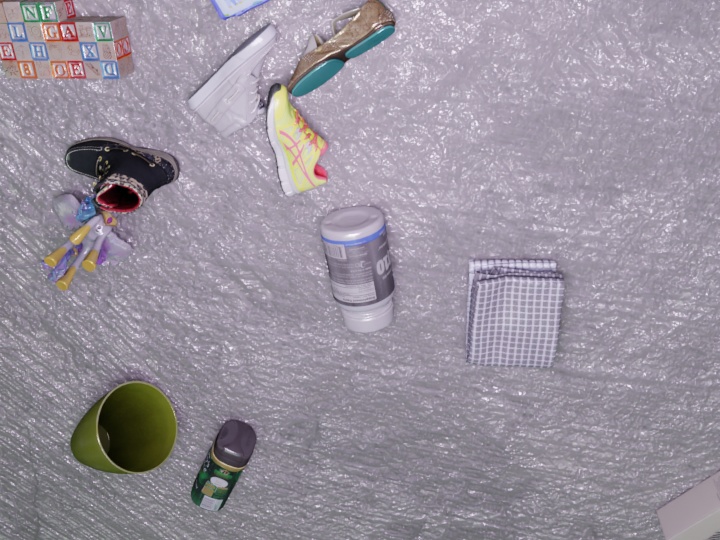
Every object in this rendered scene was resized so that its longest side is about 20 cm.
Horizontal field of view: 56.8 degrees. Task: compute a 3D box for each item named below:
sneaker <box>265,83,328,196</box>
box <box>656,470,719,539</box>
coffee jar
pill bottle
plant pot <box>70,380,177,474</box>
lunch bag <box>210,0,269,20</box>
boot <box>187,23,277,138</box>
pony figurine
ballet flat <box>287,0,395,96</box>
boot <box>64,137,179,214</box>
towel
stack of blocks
[{"bbox_3d":[-0.100,-0.215,1.082,0.089,0.079,0.201,-6,136,6],"label":"sneaker"},{"bbox_3d":[0.709,0.485,1.349,0.068,0.082,0.200,35,119,-13],"label":"box"},{"bbox_3d":[-0.298,0.424,1.451,0.085,0.105,0.201,25,119,-9],"label":"coffee jar"},{"bbox_3d":[0.000,0.000,1.165,0.113,0.114,0.201,-5,119,11],"label":"pill bottle"},{"bbox_3d":[-0.525,0.350,1.419,0.199,0.188,0.188,-23,114,36],"label":"plant pot"},{"bbox_3d":[-0.159,-0.475,0.918,0.169,0.128,0.201,-18,105,17],"label":"lunch bag"},{"bbox_3d":[-0.180,-0.296,1.060,0.199,0.074,0.096,-32,117,31],"label":"boot"},{"bbox_3d":[-0.476,-0.062,1.179,0.192,0.201,0.167,-26,120,37],"label":"pony figurine"},{"bbox_3d":[-0.038,-0.344,1.018,0.199,0.070,0.066,-28,84,19],"label":"ballet flat"},{"bbox_3d":[-0.425,-0.161,1.115,0.202,0.154,0.074,9,120,3],"label":"boot"},{"bbox_3d":[0.272,0.081,1.187,0.164,0.086,0.201,2,119,7],"label":"towel"},{"bbox_3d":[-0.474,-0.370,1.061,0.198,0.059,0.116,3,119,7],"label":"stack of blocks"}]
